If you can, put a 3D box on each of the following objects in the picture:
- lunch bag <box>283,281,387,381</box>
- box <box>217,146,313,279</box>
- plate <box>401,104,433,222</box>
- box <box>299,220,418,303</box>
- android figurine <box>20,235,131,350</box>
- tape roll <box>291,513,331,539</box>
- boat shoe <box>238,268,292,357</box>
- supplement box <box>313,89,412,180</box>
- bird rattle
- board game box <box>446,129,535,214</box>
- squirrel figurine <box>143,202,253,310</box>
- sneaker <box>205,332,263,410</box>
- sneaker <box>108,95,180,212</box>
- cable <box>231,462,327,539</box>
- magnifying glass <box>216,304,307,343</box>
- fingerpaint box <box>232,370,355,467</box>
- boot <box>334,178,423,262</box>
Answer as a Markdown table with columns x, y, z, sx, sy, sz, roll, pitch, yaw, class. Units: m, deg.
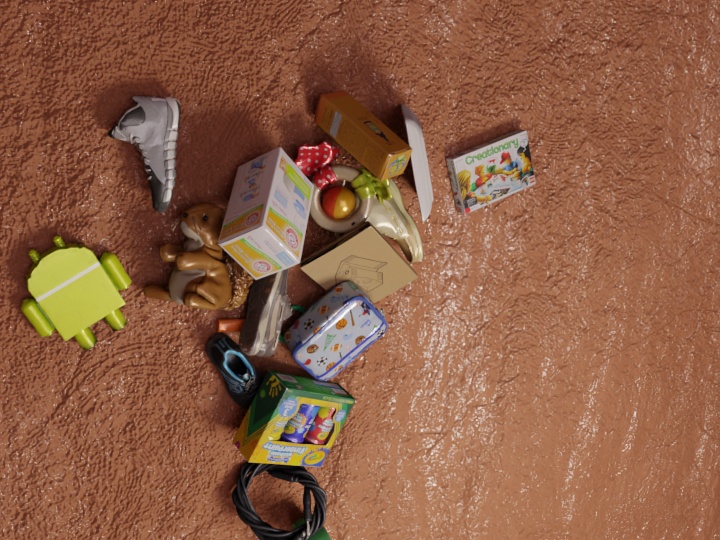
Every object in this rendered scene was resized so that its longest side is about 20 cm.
| x | y | z | sx | sy | sz | roll | pitch | yaw | class |
| --- | --- | --- | --- | --- | --- | --- | --- | --- | --- |
| -0.043 | 0.125 | 1.545 | 0.200 | 0.076 | 0.160 | -39 | 134 | 1 | lunch bag |
| -0.165 | -0.101 | 1.366 | 0.113 | 0.101 | 0.201 | 48 | 34 | -37 | box |
| 0.113 | -0.217 | 1.503 | 0.032 | 0.200 | 0.201 | -11 | 109 | 5 | plate |
| 0.000 | 0.000 | 1.523 | 0.163 | 0.021 | 0.200 | -31 | 138 | 14 | box |
| -0.497 | 0.036 | 1.335 | 0.182 | 0.041 | 0.201 | -35 | 116 | -15 | android figurine |
| -0.078 | 0.612 | 1.605 | 0.048 | 0.200 | 0.201 | -23 | 112 | -19 | tape roll |
| -0.175 | 0.072 | 1.488 | 0.073 | 0.074 | 0.201 | 27 | 76 | -41 | boat shoe |
| 0.002 | -0.253 | 1.427 | 0.066 | 0.200 | 0.069 | -22 | 145 | -40 | supplement box |
| -0.041 | -0.155 | 1.458 | 0.199 | 0.113 | 0.164 | 15 | 98 | -5 | bird rattle |
| 0.289 | -0.218 | 1.682 | 0.199 | 0.035 | 0.127 | -24 | 112 | -20 | board game box |
| -0.271 | -0.025 | 1.404 | 0.199 | 0.141 | 0.188 | 12 | 87 | -43 | squirrel figurine |
| -0.230 | 0.215 | 1.495 | 0.073 | 0.082 | 0.200 | -41 | 119 | -15 | sneaker |
| -0.378 | -0.205 | 1.326 | 0.115 | 0.075 | 0.201 | 4 | 91 | -23 | sneaker |
| -0.165 | 0.460 | 1.548 | 0.163 | 0.051 | 0.200 | -41 | 74 | -6 | cable |
| -0.188 | 0.108 | 1.527 | 0.199 | 0.022 | 0.080 | 0 | 102 | -29 | magnifying glass |
| -0.129 | 0.301 | 1.535 | 0.200 | 0.073 | 0.167 | 20 | 101 | -45 | fingerpaint box |
| 0.031 | -0.078 | 1.559 | 0.155 | 0.073 | 0.201 | -32 | 109 | -19 | boot |
